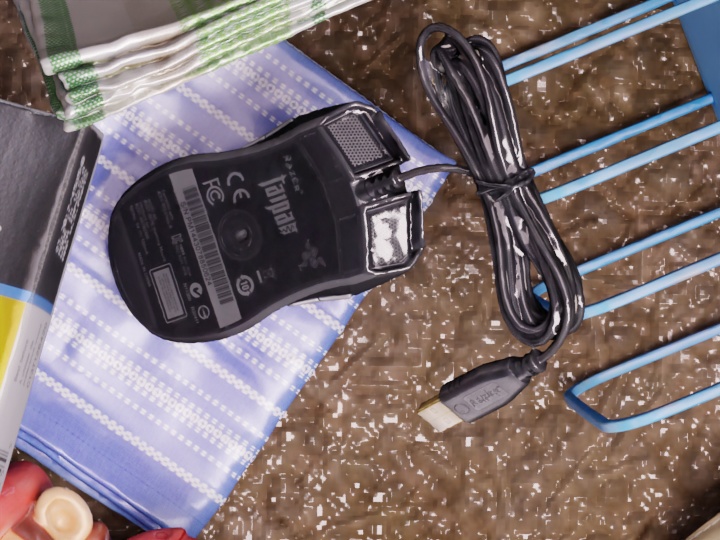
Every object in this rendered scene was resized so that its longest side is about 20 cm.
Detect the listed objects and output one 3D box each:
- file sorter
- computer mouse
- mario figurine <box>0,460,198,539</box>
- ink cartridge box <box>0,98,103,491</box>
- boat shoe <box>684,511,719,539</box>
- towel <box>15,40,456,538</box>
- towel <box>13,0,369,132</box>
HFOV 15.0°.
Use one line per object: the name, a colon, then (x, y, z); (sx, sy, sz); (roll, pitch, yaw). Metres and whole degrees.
file sorter: (0.110, -0.050, 1.082); (0.122, 0.139, 0.201); (-22, 96, -2)
computer mouse: (0.000, 0.000, 1.059); (0.200, 0.046, 0.141); (-25, 87, 32)
mario figurine: (-0.097, 0.153, 1.082); (0.199, 0.106, 0.124); (22, 92, -9)
ink cartridge box: (-0.220, 0.014, 1.051); (0.199, 0.047, 0.198); (14, 84, 7)
boat shoe: (0.211, 0.074, 1.141); (0.200, 0.072, 0.065); (-32, 60, 0)
towel: (-0.074, -0.003, 1.117); (0.145, 0.024, 0.200); (35, 88, -9)
towel: (-0.037, -0.128, 1.050); (0.199, 0.149, 0.031); (-24, 118, -3)
